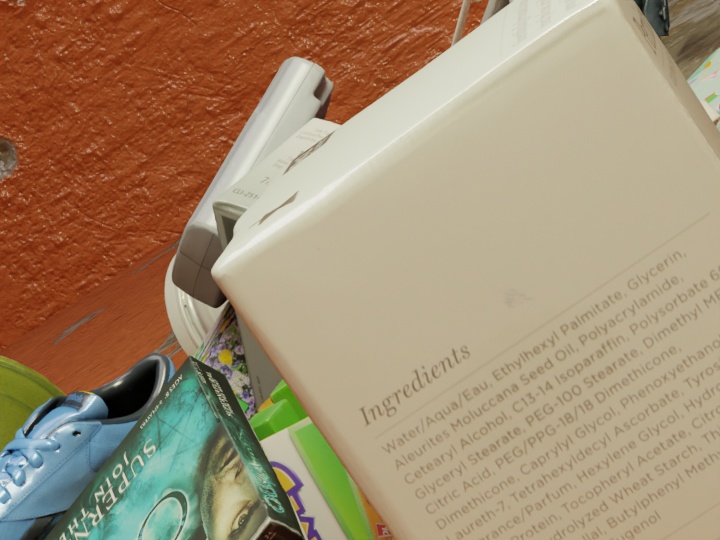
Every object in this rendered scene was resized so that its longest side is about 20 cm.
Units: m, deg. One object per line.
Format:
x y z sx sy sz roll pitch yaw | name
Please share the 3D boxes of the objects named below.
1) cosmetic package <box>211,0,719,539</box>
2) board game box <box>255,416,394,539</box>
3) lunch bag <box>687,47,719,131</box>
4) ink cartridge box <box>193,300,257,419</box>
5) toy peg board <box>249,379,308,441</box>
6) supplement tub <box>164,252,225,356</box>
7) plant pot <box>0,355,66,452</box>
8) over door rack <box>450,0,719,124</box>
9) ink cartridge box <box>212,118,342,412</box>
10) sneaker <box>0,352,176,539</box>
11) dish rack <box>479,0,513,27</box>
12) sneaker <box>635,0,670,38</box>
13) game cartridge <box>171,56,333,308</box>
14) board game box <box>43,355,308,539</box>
0.075 0.018 0.767 0.164 0.201 0.165 -33 9 11 | cosmetic package
-0.048 0.134 0.975 0.199 0.096 0.030 -28 -15 35 | board game box
0.232 -0.091 1.190 0.200 0.077 0.160 -41 6 -41 | lunch bag
-0.099 0.093 1.337 0.201 0.050 0.109 -57 7 3 | ink cartridge box
-0.041 0.107 1.096 0.198 0.098 0.200 -30 9 33 | toy peg board
-0.035 -0.004 1.540 0.199 0.145 0.144 -28 11 39 | supplement tub
-0.273 0.182 1.365 0.200 0.201 0.193 -33 19 12 | plant pot
0.077 -0.051 1.085 0.066 0.148 0.201 -29 -23 -37 | over door rack
0.000 0.000 1.228 0.043 0.201 0.173 18 44 33 | ink cartridge box
-0.166 0.103 1.053 0.066 0.079 0.199 26 41 37 | sneaker
0.100 -0.066 1.243 0.043 0.173 0.200 -5 -17 -7 | dish rack
0.175 -0.137 1.319 0.076 0.148 0.202 -12 -2 26 | sneaker
-0.067 -0.044 1.273 0.134 0.041 0.200 -64 0 -12 | game cartridge
-0.110 0.153 0.956 0.200 0.028 0.135 -52 33 11 | board game box
